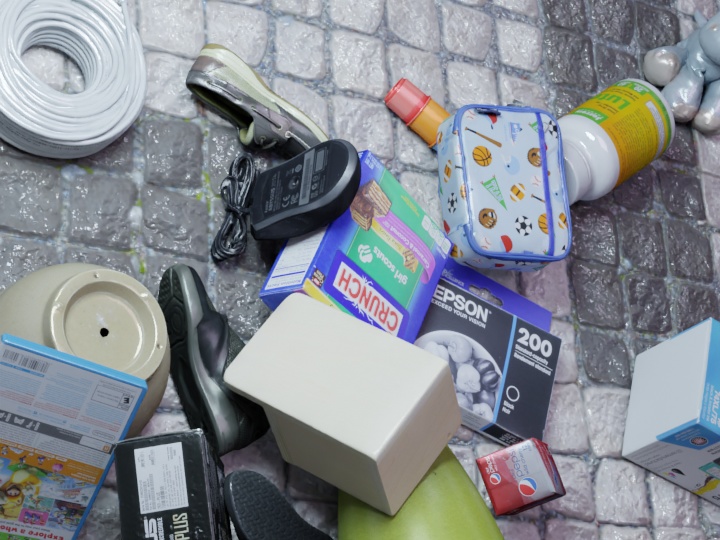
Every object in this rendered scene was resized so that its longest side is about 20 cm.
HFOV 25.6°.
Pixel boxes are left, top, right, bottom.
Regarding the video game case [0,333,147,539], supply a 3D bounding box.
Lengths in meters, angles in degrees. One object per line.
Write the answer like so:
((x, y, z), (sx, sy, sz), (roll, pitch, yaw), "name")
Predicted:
((-0.300, 0.167, 1.457), (0.142, 0.201, 0.018), (20, 17, -23), "video game case")

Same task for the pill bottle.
((0.300, -0.157, 2.003), (0.199, 0.111, 0.112), (-33, 88, -37), "pill bottle")

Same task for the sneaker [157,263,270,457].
((-0.140, 0.084, 1.648), (0.113, 0.076, 0.201), (-16, 81, -38), "sneaker")

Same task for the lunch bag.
((0.173, -0.101, 1.859), (0.159, 0.075, 0.202), (3, 74, -23), "lunch bag")

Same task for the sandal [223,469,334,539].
((-0.086, 0.271, 1.591), (0.201, 0.048, 0.076), (48, 36, -39), "sandal")

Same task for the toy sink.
((-0.018, 0.134, 1.595), (0.199, 0.113, 0.131), (23, 58, 30), "toy sink")

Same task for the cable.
((-0.321, -0.216, 1.668), (0.198, 0.069, 0.202), (-13, 77, -34), "cable")

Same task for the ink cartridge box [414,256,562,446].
((0.141, 0.085, 1.842), (0.197, 0.043, 0.202), (26, 57, -20), "ink cartridge box")

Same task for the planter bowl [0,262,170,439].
((-0.266, 0.077, 1.533), (0.198, 0.135, 0.202), (13, 63, -26), "planter bowl")

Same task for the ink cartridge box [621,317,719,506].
((0.447, 0.182, 1.925), (0.199, 0.147, 0.147), (27, 57, -19), "ink cartridge box")

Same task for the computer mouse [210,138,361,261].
((-0.068, -0.081, 1.700), (0.053, 0.199, 0.140), (37, 50, -38), "computer mouse")

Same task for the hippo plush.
((0.506, -0.289, 2.158), (0.200, 0.161, 0.160), (-39, 92, -37), "hippo plush")

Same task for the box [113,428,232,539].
((-0.167, 0.267, 1.483), (0.085, 0.164, 0.202), (-9, 72, 0), "box")

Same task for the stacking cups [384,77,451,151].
((0.113, -0.155, 1.927), (0.200, 0.060, 0.061), (40, 54, -5), "stacking cups")

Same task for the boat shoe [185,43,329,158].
((-0.114, -0.167, 1.780), (0.201, 0.072, 0.066), (41, 67, -15), "boat shoe")

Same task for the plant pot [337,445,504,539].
((0.049, 0.252, 1.643), (0.185, 0.187, 0.202), (3, 54, -31), "plant pot")

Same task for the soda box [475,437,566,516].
((0.175, 0.224, 1.711), (0.069, 0.200, 0.064), (-21, 78, 7), "soda box")

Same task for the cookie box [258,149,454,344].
((0.000, 0.000, 1.744), (0.171, 0.075, 0.201), (46, 52, -30), "cookie box")
